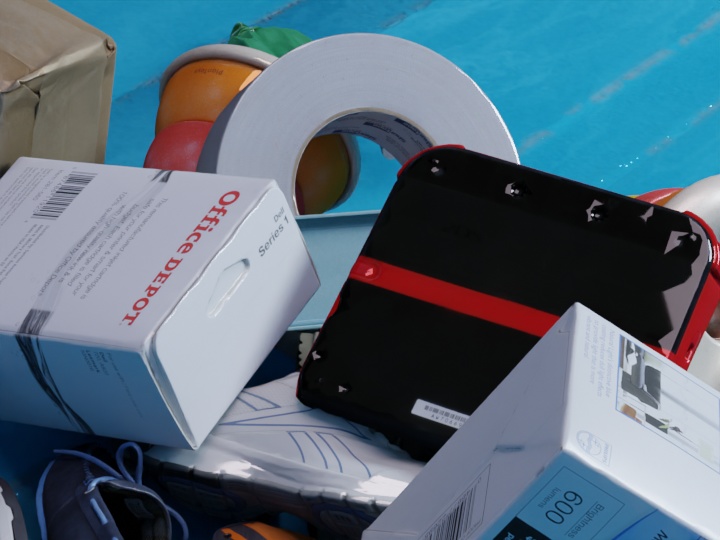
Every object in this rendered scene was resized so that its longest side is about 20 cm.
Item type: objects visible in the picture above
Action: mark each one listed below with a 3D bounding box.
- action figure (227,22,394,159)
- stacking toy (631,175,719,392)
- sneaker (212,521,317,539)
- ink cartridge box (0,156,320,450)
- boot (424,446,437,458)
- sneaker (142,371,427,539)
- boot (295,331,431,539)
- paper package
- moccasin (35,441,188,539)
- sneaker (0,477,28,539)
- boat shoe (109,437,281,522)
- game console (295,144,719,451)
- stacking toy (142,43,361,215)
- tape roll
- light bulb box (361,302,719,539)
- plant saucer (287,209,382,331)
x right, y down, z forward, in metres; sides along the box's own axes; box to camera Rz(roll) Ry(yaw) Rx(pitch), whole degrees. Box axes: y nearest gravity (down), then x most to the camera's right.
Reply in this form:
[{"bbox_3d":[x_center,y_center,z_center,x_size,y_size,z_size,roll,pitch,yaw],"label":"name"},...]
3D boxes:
[{"bbox_3d":[-0.042,-0.130,2.021,0.118,0.055,0.200,-9,29,-26],"label":"action figure"},{"bbox_3d":[0.170,0.004,1.717,0.146,0.147,0.200,-13,16,-27],"label":"stacking toy"},{"bbox_3d":[-0.074,0.197,1.543,0.199,0.078,0.112,-9,32,-40],"label":"sneaker"},{"bbox_3d":[-0.144,0.016,1.638,0.199,0.085,0.146,7,46,36],"label":"ink cartridge box"},{"bbox_3d":[0.089,0.075,1.634,0.130,0.068,0.200,-15,44,-39],"label":"boot"},{"bbox_3d":[-0.021,0.099,1.590,0.199,0.075,0.087,13,65,19],"label":"sneaker"},{"bbox_3d":[0.064,0.107,1.683,0.199,0.073,0.182,-6,52,-6],"label":"boot"},{"bbox_3d":[-0.259,-0.090,1.809,0.200,0.191,0.103,30,38,29],"label":"paper package"},{"bbox_3d":[-0.128,0.148,1.566,0.068,0.081,0.200,-36,26,9],"label":"moccasin"},{"bbox_3d":[-0.214,0.180,1.534,0.082,0.072,0.200,-6,36,-14],"label":"sneaker"},{"bbox_3d":[-0.120,0.093,1.703,0.062,0.073,0.200,-47,58,1],"label":"boat shoe"},{"bbox_3d":[0.084,0.026,1.576,0.199,0.031,0.177,17,68,22],"label":"game console"},{"bbox_3d":[-0.101,-0.032,1.841,0.146,0.146,0.200,19,55,18],"label":"stacking toy"},{"bbox_3d":[-0.002,-0.042,1.788,0.199,0.201,0.066,-6,-7,-18],"label":"tape roll"},{"bbox_3d":[0.128,0.159,1.454,0.200,0.198,0.125,32,34,-14],"label":"light bulb box"},{"bbox_3d":[0.000,0.000,1.736,0.199,0.019,0.070,-5,79,-19],"label":"plant saucer"}]
